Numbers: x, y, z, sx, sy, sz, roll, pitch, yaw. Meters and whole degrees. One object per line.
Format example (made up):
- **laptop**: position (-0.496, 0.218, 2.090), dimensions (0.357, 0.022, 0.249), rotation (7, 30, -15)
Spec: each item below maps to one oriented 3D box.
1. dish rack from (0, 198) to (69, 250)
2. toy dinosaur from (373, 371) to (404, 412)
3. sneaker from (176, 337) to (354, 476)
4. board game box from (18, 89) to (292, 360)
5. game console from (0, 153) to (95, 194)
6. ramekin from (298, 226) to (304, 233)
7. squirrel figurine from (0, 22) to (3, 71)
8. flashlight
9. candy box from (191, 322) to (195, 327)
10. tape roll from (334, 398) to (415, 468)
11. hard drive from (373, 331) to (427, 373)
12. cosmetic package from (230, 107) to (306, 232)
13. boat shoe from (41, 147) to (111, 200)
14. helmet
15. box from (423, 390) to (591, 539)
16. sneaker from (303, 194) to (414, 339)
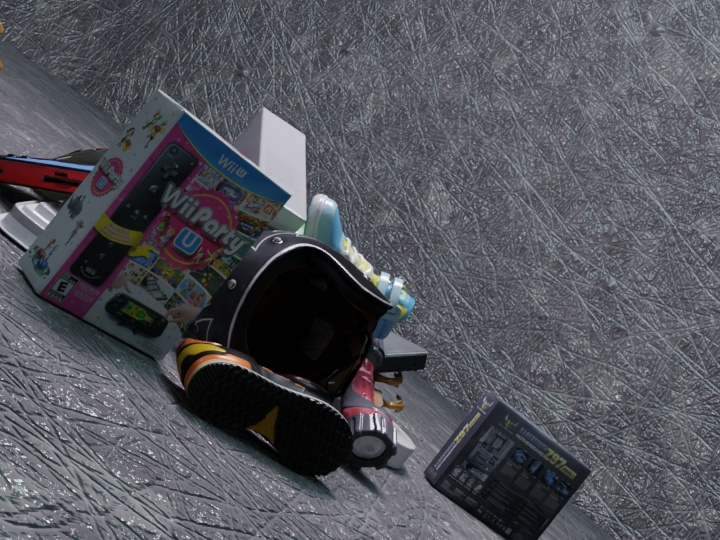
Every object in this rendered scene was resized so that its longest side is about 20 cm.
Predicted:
- **dish rack**: position (-0.284, -0.021, 1.062), dimensions (0.172, 0.044, 0.200), rotation (39, 2, -7)
- **toy dinosaur**: position (0.011, 0.164, 1.355), dimensions (0.106, 0.061, 0.200), rotation (6, 12, -25)
- **sneaker**: position (-0.088, 0.119, 0.948), dimensions (0.200, 0.070, 0.090), rotation (35, 6, -36)
- **board game box**: position (-0.182, -0.037, 0.916), dimensions (0.148, 0.200, 0.064), rotation (37, 2, -43)
- **game console**: position (-0.310, -0.110, 1.156), dimensions (0.200, 0.031, 0.177), rotation (11, 11, 20)
- **ramekin**: position (-0.154, -0.024, 1.681), dimensions (0.098, 0.200, 0.200), rotation (47, 4, 21)
- **squirrel figurine**: position (-0.480, -0.213, 1.051), dimensions (0.200, 0.142, 0.187), rotation (23, 17, -19)
- **flashlight**: position (0.007, 0.144, 1.204), dimensions (0.068, 0.068, 0.200), rotation (22, 33, -14)
- **candy box**: position (-0.178, 0.009, 1.234), dimensions (0.200, 0.117, 0.056), rotation (38, 9, -15)
- **tape roll**: position (-0.012, 0.192, 1.377), dimensions (0.203, 0.037, 0.203), rotation (38, 1, -1)
- **hard drive**: position (-0.030, 0.105, 1.373), dimensions (0.200, 0.033, 0.139), rotation (0, 16, -37)
- **cosmetic package**: position (-0.121, -0.099, 1.217), dimensions (0.071, 0.101, 0.200), rotation (33, 27, -24)
- **boat shoe**: position (-0.311, -0.123, 1.285), dimensions (0.201, 0.074, 0.063), rotation (1, 18, 23)
- **helmet**: position (-0.082, 0.050, 1.089), dimensions (0.190, 0.200, 0.200), rotation (30, 1, -1)
- **box**: position (0.216, 0.294, 1.484), dimensions (0.200, 0.158, 0.051), rotation (37, 2, -20)
- **sneaker**: position (0.000, 0.000, 1.203), dimensions (0.130, 0.200, 0.080), rotation (5, 38, 9)
